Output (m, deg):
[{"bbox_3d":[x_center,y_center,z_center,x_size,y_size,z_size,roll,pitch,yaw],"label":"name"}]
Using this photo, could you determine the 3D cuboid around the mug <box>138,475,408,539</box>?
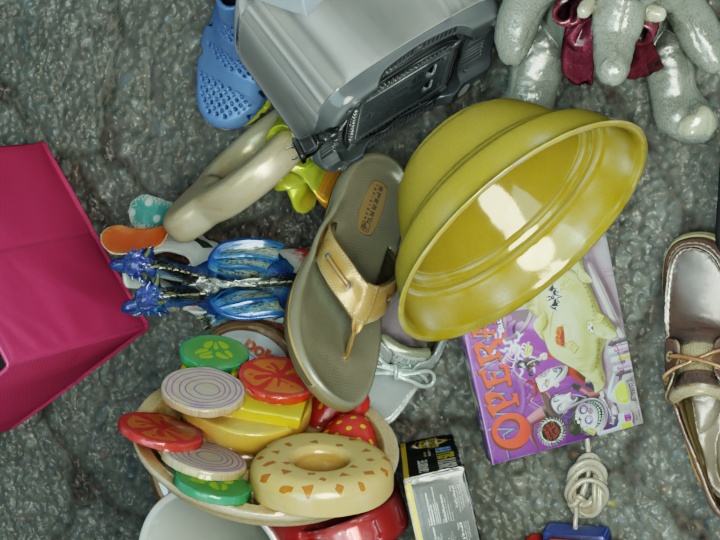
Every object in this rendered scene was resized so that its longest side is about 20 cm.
[{"bbox_3d":[-0.040,0.207,1.132,0.176,0.199,0.135,13,104,25],"label":"mug"}]

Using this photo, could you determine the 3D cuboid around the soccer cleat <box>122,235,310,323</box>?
[{"bbox_3d":[-0.097,0.011,1.194,0.198,0.085,0.069,16,117,24],"label":"soccer cleat"}]

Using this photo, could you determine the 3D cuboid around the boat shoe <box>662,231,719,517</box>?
[{"bbox_3d":[0.246,0.075,1.051,0.071,0.072,0.203,-5,95,26],"label":"boat shoe"}]

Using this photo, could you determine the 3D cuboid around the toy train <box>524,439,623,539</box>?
[{"bbox_3d":[0.146,0.220,1.096,0.084,0.115,0.203,0,97,25],"label":"toy train"}]

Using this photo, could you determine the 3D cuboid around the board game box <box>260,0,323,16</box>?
[{"bbox_3d":[-0.060,-0.277,1.075,0.199,0.200,0.041,24,144,29],"label":"board game box"}]

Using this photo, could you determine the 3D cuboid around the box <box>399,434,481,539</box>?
[{"bbox_3d":[0.071,0.232,1.108,0.049,0.160,0.203,-12,93,2],"label":"box"}]

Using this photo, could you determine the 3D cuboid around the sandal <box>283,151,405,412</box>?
[{"bbox_3d":[0.000,0.000,1.079,0.054,0.080,0.202,-22,46,56],"label":"sandal"}]

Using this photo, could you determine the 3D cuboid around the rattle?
[{"bbox_3d":[-0.084,-0.036,1.184,0.200,0.131,0.143,-40,123,11],"label":"rattle"}]

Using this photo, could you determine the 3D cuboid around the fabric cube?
[{"bbox_3d":[-0.338,0.027,1.254,0.196,0.199,0.201,-36,82,26],"label":"fabric cube"}]

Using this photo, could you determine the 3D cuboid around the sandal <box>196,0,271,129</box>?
[{"bbox_3d":[-0.089,-0.205,1.165,0.079,0.087,0.202,23,108,19],"label":"sandal"}]

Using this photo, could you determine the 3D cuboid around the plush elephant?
[{"bbox_3d":[0.170,-0.177,0.996,0.163,0.155,0.203,6,93,6],"label":"plush elephant"}]

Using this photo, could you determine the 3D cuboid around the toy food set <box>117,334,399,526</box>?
[{"bbox_3d":[-0.069,0.114,1.067,0.195,0.200,0.049,10,116,3],"label":"toy food set"}]

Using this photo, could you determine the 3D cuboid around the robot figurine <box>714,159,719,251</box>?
[{"bbox_3d":[0.322,-0.047,0.973,0.149,0.124,0.203,14,104,41],"label":"robot figurine"}]

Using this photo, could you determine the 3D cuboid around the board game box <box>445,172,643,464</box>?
[{"bbox_3d":[0.127,0.027,1.084,0.119,0.032,0.202,-14,99,-2],"label":"board game box"}]

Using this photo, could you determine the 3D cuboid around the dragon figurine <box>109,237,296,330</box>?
[{"bbox_3d":[-0.082,0.009,1.111,0.197,0.099,0.060,-3,83,2],"label":"dragon figurine"}]

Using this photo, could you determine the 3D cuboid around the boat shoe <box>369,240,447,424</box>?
[{"bbox_3d":[0.040,0.033,1.136,0.074,0.065,0.203,21,105,-22],"label":"boat shoe"}]

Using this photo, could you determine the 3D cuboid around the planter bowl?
[{"bbox_3d":[0.086,-0.051,0.989,0.201,0.200,0.084,-48,63,23],"label":"planter bowl"}]

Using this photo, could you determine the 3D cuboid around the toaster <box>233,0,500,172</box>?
[{"bbox_3d":[-0.004,-0.165,1.083,0.199,0.114,0.129,-34,72,-19],"label":"toaster"}]

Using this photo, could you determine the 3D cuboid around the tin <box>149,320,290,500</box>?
[{"bbox_3d":[-0.104,0.130,1.248,0.111,0.042,0.201,33,110,13],"label":"tin"}]
